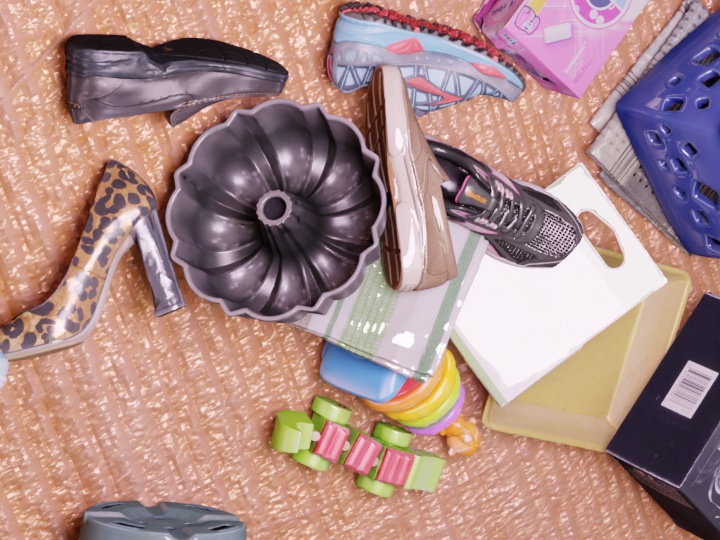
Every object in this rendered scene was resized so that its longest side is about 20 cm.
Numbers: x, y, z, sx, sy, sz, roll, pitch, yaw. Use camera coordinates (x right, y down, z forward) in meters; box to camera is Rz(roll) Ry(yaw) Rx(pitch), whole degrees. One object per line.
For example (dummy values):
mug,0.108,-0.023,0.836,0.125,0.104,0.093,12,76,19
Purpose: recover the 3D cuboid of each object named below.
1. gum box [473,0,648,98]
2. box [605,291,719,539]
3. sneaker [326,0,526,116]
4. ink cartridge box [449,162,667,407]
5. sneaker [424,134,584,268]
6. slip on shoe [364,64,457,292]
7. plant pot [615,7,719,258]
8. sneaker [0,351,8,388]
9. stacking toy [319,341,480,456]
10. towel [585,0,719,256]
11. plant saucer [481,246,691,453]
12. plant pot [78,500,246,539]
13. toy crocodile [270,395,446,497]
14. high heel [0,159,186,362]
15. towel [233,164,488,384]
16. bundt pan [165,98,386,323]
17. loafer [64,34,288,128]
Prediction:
gum box,0.207,-0.271,1.754,0.113,0.066,0.201,37,85,-30
box,0.376,0.161,1.896,0.201,0.104,0.182,-56,135,-10
sneaker,0.056,-0.181,1.710,0.199,0.079,0.096,15,109,-22
ink cartridge box,0.170,0.014,1.763,0.199,0.048,0.146,-37,88,1
sneaker,0.110,-0.061,1.701,0.199,0.086,0.081,24,92,3
slip on shoe,0.047,-0.083,1.641,0.060,0.076,0.202,-6,84,-17
plant pot,0.400,-0.131,1.793,0.200,0.179,0.201,-41,119,-15
sneaker,-0.347,0.001,1.530,0.200,0.079,0.131,40,83,-19
stacking toy,0.061,0.115,1.773,0.116,0.109,0.200,-54,131,-15
towel,0.331,-0.143,1.875,0.192,0.034,0.201,41,81,-32
plant saucer,0.219,0.073,1.860,0.199,0.048,0.202,14,97,-29
plant pot,-0.181,0.316,1.651,0.199,0.200,0.198,4,94,-27
toy crocodile,-0.001,0.173,1.768,0.199,0.062,0.068,24,92,-30
high heel,-0.264,-0.005,1.606,0.198,0.071,0.144,-19,88,-8
towel,0.000,0.000,1.677,0.199,0.031,0.150,22,75,5
bundt pan,-0.066,-0.045,1.624,0.203,0.201,0.076,-54,159,-4
loafer,-0.161,-0.161,1.604,0.198,0.073,0.073,2,111,-17
